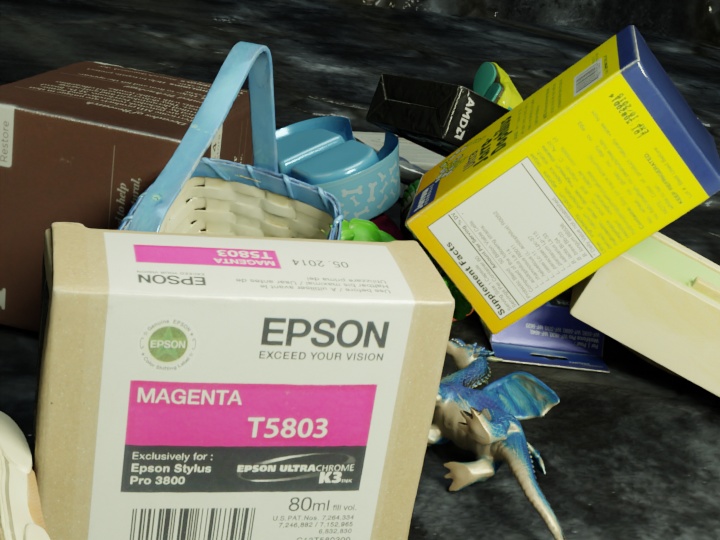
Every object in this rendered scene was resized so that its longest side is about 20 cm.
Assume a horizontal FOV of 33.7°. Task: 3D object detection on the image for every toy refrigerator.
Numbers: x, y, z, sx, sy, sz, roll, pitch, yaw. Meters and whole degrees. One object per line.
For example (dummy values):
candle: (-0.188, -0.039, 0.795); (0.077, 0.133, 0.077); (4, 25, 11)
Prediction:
toy refrigerator: (0.262, 0.038, 0.893); (0.199, 0.070, 0.076); (29, 30, 0)

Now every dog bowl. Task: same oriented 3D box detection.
dog bowl: (-0.034, -0.089, 1.076); (0.111, 0.050, 0.200); (-26, 26, -19)

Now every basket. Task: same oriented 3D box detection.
basket: (-0.085, -0.014, 0.726); (0.138, 0.201, 0.177); (12, 51, 16)

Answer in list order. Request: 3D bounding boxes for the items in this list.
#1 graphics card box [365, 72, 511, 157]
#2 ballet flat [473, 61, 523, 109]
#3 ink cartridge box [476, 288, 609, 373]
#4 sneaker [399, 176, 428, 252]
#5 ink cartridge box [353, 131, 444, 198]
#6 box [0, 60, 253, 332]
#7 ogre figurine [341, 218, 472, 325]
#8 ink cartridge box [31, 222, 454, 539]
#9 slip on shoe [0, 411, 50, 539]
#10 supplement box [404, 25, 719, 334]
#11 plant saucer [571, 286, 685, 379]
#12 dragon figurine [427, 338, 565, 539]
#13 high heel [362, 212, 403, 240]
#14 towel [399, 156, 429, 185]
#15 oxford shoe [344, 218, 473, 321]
graphics card box: (0.117, -0.114, 1.059); (0.199, 0.051, 0.125); (21, 2, -36)
ballet flat: (0.228, -0.284, 1.931); (0.067, 0.067, 0.200); (27, 19, -13)
ink cartridge box: (0.148, 0.027, 1.026); (0.098, 0.040, 0.200); (7, 20, -8)
sneaker: (0.091, -0.039, 1.027); (0.077, 0.086, 0.199); (18, -15, -24)
ink cartridge box: (0.086, -0.125, 1.434); (0.161, 0.058, 0.200); (1, 12, -22)
box: (-0.184, -0.056, 0.913); (0.162, 0.168, 0.200); (12, 20, 8)
ogre figurine: (-0.014, 0.019, 0.888); (0.199, 0.099, 0.120); (-36, 59, -23)
ink cartridge box: (-0.065, 0.070, 0.610); (0.198, 0.166, 0.075); (2, 24, -16)
slip on shoe: (-0.182, 0.127, 0.545); (0.060, 0.077, 0.200); (4, 26, -31)
supplement box: (0.146, -0.066, 0.862); (0.109, 0.199, 0.110); (51, 23, -12)
plant saucer: (0.253, 0.028, 0.999); (0.198, 0.030, 0.201); (22, 29, -13)
dragon figurine: (0.089, 0.099, 0.761); (0.099, 0.060, 0.199); (-6, 23, -36)
high heel: (-0.028, -0.057, 1.096); (0.199, 0.068, 0.096); (29, -5, 40)
towel: (0.127, -0.074, 1.150); (0.198, 0.024, 0.147); (16, 3, 20)
oxford shoe: (0.000, 0.000, 0.980); (0.197, 0.073, 0.071); (8, 19, -3)
